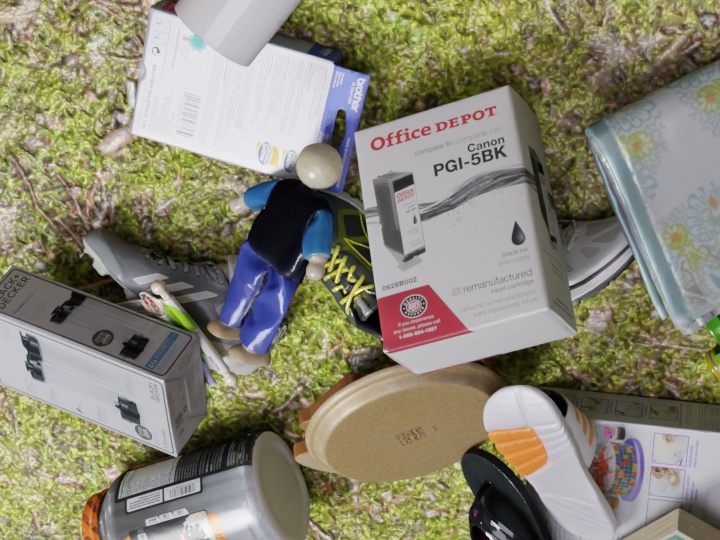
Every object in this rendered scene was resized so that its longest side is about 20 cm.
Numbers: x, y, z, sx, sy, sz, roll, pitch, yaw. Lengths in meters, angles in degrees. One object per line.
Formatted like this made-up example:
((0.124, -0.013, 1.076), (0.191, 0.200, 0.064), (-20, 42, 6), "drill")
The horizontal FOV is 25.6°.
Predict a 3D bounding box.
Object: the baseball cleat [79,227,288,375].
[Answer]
((-0.155, 0.006, 1.458), (0.200, 0.070, 0.107), (39, 101, -8), "baseball cleat")

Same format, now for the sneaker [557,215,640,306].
((0.143, -0.022, 1.360), (0.200, 0.076, 0.115), (-30, 107, 26), "sneaker")

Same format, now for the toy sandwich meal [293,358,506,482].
((0.035, 0.122, 1.419), (0.205, 0.070, 0.205), (-10, 144, -7), "toy sandwich meal")

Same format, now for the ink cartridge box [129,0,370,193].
((-0.094, -0.150, 1.377), (0.199, 0.042, 0.120), (18, 116, 7), "ink cartridge box")

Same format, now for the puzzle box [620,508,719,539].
((0.276, 0.290, 1.449), (0.133, 0.025, 0.200), (31, 138, -17), "puzzle box")

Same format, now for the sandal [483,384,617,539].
((0.173, 0.156, 1.388), (0.079, 0.059, 0.207), (-1, 136, 35), "sandal")

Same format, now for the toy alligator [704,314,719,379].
((0.362, 0.107, 1.381), (0.059, 0.054, 0.200), (-40, 100, 26), "toy alligator")

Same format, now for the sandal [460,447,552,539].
((0.139, 0.254, 1.437), (0.075, 0.048, 0.201), (-4, 115, 53), "sandal")

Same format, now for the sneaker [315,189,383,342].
((0.000, 0.000, 1.399), (0.200, 0.085, 0.075), (37, 116, -5), "sneaker")

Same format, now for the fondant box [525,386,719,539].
((0.252, 0.189, 1.443), (0.199, 0.058, 0.145), (5, 115, 10), "fondant box")

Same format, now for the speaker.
((-0.061, -0.262, 1.276), (0.081, 0.081, 0.200), (39, 106, -6), "speaker")

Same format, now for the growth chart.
((-0.199, 0.079, 1.470), (0.200, 0.018, 0.145), (-17, 120, 45), "growth chart")

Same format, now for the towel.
((0.294, -0.066, 1.295), (0.171, 0.048, 0.200), (-27, 108, -4), "towel")

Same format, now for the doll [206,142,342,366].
((-0.072, -0.022, 1.366), (0.136, 0.048, 0.200), (45, 118, 39), "doll")

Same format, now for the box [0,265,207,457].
((-0.243, 0.082, 1.440), (0.200, 0.060, 0.117), (18, 140, 18), "box")

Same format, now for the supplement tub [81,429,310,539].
((-0.160, 0.235, 1.523), (0.200, 0.123, 0.123), (-19, 109, 21), "supplement tub")

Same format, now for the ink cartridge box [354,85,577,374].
((0.084, -0.033, 1.303), (0.146, 0.083, 0.201), (-16, 68, 19), "ink cartridge box")
